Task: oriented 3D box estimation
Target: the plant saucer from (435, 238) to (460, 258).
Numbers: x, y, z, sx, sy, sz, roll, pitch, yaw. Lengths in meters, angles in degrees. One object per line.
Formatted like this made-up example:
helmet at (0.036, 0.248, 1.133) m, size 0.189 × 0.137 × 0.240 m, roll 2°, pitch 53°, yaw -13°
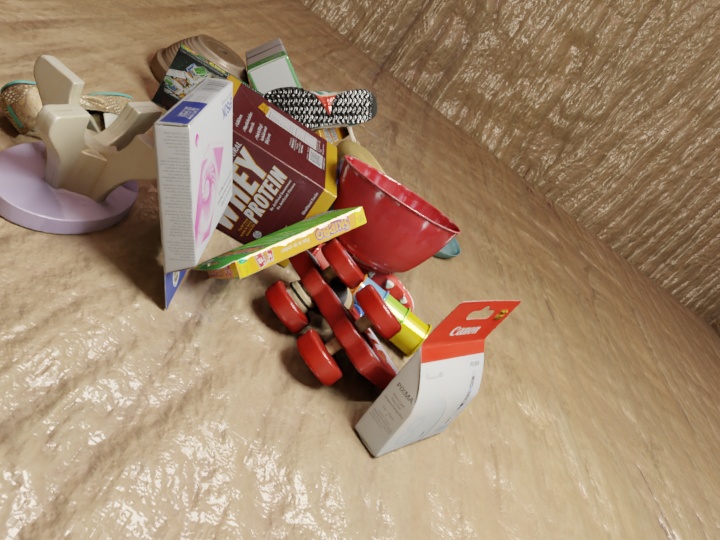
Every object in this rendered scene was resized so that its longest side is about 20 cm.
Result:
plant saucer at (0.131, -0.093, 1.382) m, size 0.199 × 0.027 × 0.201 m, roll 32°, pitch 25°, yaw -17°

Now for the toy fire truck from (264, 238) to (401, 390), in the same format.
toy fire truck at (-0.018, 0.066, 0.802) m, size 0.201 × 0.112 × 0.168 m, roll 53°, pitch 1°, yaw 33°

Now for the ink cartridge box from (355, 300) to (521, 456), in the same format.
ink cartridge box at (0.103, 0.120, 0.735) m, size 0.159 × 0.201 × 0.047 m, roll 3°, pitch 41°, yaw -54°

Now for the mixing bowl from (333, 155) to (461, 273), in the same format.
mixing bowl at (0.035, -0.067, 0.927) m, size 0.199 × 0.109 × 0.200 m, roll 30°, pitch 14°, yaw -8°

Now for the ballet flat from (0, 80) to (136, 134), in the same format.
ballet flat at (-0.357, -0.191, 0.808) m, size 0.199 × 0.070 × 0.066 m, roll -19°, pitch 88°, yaw -60°

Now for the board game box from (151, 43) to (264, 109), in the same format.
board game box at (-0.234, -0.279, 1.075) m, size 0.199 × 0.105 × 0.024 m, roll 28°, pitch 22°, yaw -27°

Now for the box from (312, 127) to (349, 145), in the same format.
box at (-0.095, -0.236, 1.188) m, size 0.042 × 0.118 × 0.200 m, roll 67°, pitch 19°, yaw -12°

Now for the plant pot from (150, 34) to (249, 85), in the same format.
plant pot at (-0.277, -0.368, 1.189) m, size 0.200 × 0.093 × 0.202 m, roll 33°, pitch 24°, yaw -17°

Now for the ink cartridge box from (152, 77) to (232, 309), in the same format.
ink cartridge box at (-0.177, -0.091, 0.709) m, size 0.043 × 0.202 × 0.197 m, roll 4°, pitch 28°, yaw -1°

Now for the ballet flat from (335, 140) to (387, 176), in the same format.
ballet flat at (0.013, -0.144, 1.060) m, size 0.200 × 0.069 × 0.063 m, roll 46°, pitch 37°, yaw 18°

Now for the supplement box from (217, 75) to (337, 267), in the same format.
supplement box at (-0.151, -0.147, 0.925) m, size 0.199 × 0.133 × 0.198 m, roll 31°, pitch 25°, yaw -18°

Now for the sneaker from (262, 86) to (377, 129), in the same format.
sneaker at (-0.074, -0.271, 1.095) m, size 0.197 × 0.071 × 0.093 m, roll -5°, pitch 4°, yaw -12°

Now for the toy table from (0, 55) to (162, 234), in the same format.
toy table at (-0.297, -0.128, 0.695) m, size 0.183 × 0.117 × 0.200 m, roll 35°, pitch 22°, yaw -9°

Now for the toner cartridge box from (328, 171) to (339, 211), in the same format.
toner cartridge box at (-0.024, -0.117, 1.090) m, size 0.094 × 0.043 × 0.201 m, roll 21°, pitch 28°, yaw -33°

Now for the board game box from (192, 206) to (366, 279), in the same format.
board game box at (-0.096, -0.031, 0.769) m, size 0.199 × 0.095 × 0.030 m, roll -23°, pitch 102°, yaw -31°

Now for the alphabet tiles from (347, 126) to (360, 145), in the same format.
alphabet tiles at (0.005, -0.200, 1.235) m, size 0.200 × 0.014 × 0.198 m, roll -96°, pitch 170°, yaw -77°

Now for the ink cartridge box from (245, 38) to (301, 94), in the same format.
ink cartridge box at (-0.160, -0.359, 1.258) m, size 0.201 × 0.083 × 0.147 m, roll -110°, pitch 177°, yaw -59°

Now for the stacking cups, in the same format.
stacking cups at (0.007, 0.041, 0.912) m, size 0.199 × 0.061 × 0.061 m, roll 38°, pitch 23°, yaw -3°

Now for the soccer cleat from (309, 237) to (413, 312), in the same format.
soccer cleat at (0.000, 0.000, 0.972) m, size 0.199 × 0.069 × 0.085 m, roll 33°, pitch 25°, yaw -5°
